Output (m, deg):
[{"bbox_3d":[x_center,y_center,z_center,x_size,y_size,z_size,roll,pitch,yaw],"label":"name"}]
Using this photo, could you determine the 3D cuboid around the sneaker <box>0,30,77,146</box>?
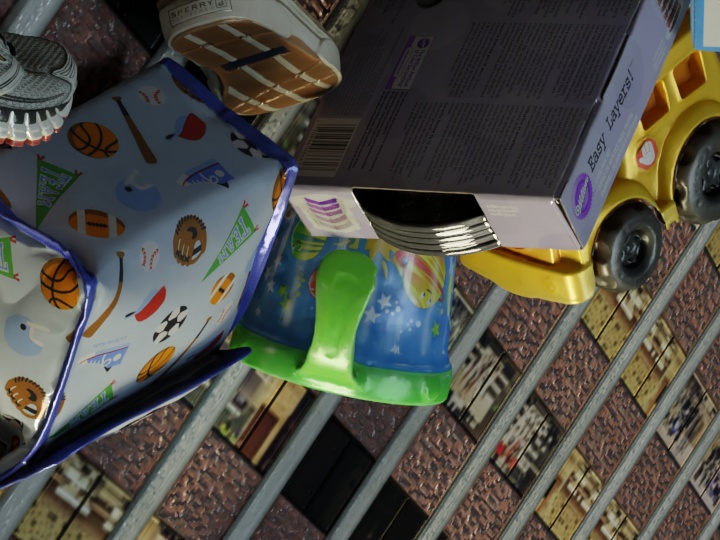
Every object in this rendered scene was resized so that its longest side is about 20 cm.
[{"bbox_3d":[-0.193,-0.110,1.317,0.200,0.078,0.083,10,106,-61],"label":"sneaker"}]

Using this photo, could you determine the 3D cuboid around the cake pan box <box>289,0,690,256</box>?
[{"bbox_3d":[0.070,-0.099,1.591,0.052,0.183,0.201,56,47,-41],"label":"cake pan box"}]

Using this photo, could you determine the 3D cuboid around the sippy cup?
[{"bbox_3d":[0.000,0.000,1.690,0.139,0.178,0.131,8,99,-31],"label":"sippy cup"}]

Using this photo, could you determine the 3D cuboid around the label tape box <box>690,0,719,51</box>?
[{"bbox_3d":[0.217,-0.244,1.577,0.145,0.063,0.201,81,13,-58],"label":"label tape box"}]

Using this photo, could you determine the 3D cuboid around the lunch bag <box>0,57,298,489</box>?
[{"bbox_3d":[-0.138,0.019,1.485,0.170,0.124,0.201,-30,153,-44],"label":"lunch bag"}]

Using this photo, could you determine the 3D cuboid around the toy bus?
[{"bbox_3d":[0.149,-0.103,1.847,0.200,0.135,0.193,-40,132,-30],"label":"toy bus"}]

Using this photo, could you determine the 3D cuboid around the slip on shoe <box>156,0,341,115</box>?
[{"bbox_3d":[-0.063,-0.134,1.528,0.200,0.076,0.061,29,46,-70],"label":"slip on shoe"}]
